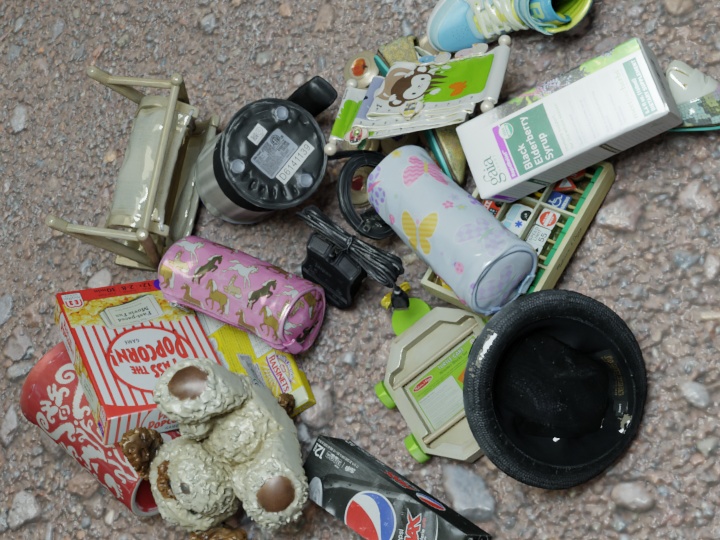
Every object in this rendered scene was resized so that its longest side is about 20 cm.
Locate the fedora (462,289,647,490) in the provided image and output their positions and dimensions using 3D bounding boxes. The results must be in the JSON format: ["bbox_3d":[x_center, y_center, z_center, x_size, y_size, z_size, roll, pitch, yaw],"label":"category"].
[{"bbox_3d":[0.170,0.107,1.021,0.202,0.200,0.092,-64,22,-3],"label":"fedora"}]

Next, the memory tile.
[{"bbox_3d":[0.046,-0.179,1.255,0.152,0.017,0.202,-8,70,26],"label":"memory tile"}]

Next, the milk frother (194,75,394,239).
[{"bbox_3d":[-0.070,-0.099,1.222,0.180,0.188,0.201,-34,97,-15],"label":"milk frother"}]

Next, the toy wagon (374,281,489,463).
[{"bbox_3d":[0.088,0.099,1.132,0.155,0.040,0.201,-39,60,12],"label":"toy wagon"}]

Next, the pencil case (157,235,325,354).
[{"bbox_3d":[-0.135,0.027,1.221,0.199,0.083,0.087,19,108,28],"label":"pencil case"}]

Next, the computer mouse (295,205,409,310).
[{"bbox_3d":[0.000,0.000,1.145,0.140,0.200,0.046,35,71,13],"label":"computer mouse"}]

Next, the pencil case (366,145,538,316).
[{"bbox_3d":[0.091,-0.045,1.083,0.200,0.090,0.084,46,133,36],"label":"pencil case"}]

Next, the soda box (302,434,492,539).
[{"bbox_3d":[0.030,0.245,1.097,0.199,0.071,0.064,28,92,32],"label":"soda box"}]

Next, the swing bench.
[{"bbox_3d":[-0.257,-0.114,1.303,0.129,0.200,0.201,8,79,15],"label":"swing bench"}]

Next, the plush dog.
[{"bbox_3d":[-0.153,0.200,1.138,0.172,0.160,0.200,-42,86,13],"label":"plush dog"}]

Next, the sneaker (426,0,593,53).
[{"bbox_3d":[0.161,-0.282,1.156,0.199,0.080,0.131,-27,26,17],"label":"sneaker"}]

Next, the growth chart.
[{"bbox_3d":[0.062,-0.188,1.134,0.199,0.018,0.145,-12,42,19],"label":"growth chart"}]

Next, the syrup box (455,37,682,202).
[{"bbox_3d":[0.202,-0.142,1.052,0.199,0.081,0.079,-24,80,25],"label":"syrup box"}]

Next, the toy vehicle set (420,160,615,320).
[{"bbox_3d":[0.164,-0.043,1.118,0.124,0.027,0.201,23,74,32],"label":"toy vehicle set"}]

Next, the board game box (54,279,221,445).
[{"bbox_3d":[-0.251,0.098,1.238,0.200,0.151,0.047,55,141,37],"label":"board game box"}]

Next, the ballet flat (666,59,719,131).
[{"bbox_3d":[0.296,-0.172,1.082,0.199,0.069,0.072,-4,114,30],"label":"ballet flat"}]

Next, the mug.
[{"bbox_3d":[-0.275,0.166,1.255,0.200,0.133,0.178,37,95,29],"label":"mug"}]

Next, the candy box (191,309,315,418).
[{"bbox_3d":[-0.131,0.091,1.259,0.102,0.026,0.201,-31,62,13],"label":"candy box"}]

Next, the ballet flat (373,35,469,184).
[{"bbox_3d":[0.083,-0.186,1.195,0.071,0.071,0.201,-36,61,14],"label":"ballet flat"}]
